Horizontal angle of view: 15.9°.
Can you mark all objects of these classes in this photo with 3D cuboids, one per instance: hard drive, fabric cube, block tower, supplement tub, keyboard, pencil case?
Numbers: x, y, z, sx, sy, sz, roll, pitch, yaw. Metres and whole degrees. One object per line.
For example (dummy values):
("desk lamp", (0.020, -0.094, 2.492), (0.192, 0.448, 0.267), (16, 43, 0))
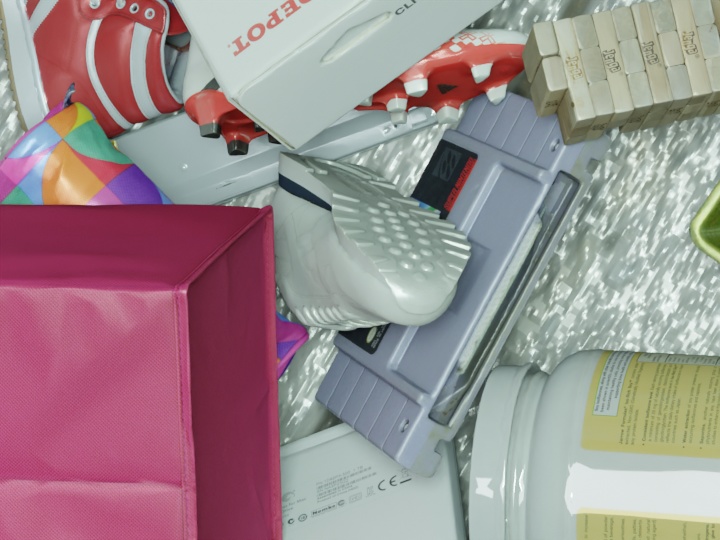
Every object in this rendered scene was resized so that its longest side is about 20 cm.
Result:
("hard drive", (-0.006, 0.159, 1.362), (0.131, 0.026, 0.201), (-22, 38, 13))
("fabric cube", (-0.155, 0.079, 1.283), (0.198, 0.196, 0.201), (1, 101, 9))
("block tower", (0.185, -0.111, 1.296), (0.199, 0.058, 0.054), (-12, 81, -5))
("supplement tub", (0.165, 0.115, 1.325), (0.199, 0.145, 0.146), (3, 88, 15))
("keyboard", (-0.050, -0.078, 1.457), (0.199, 0.011, 0.057), (-20, 90, 13))
("pencil case", (-0.119, -0.005, 1.404), (0.088, 0.088, 0.200), (-43, 88, 10))

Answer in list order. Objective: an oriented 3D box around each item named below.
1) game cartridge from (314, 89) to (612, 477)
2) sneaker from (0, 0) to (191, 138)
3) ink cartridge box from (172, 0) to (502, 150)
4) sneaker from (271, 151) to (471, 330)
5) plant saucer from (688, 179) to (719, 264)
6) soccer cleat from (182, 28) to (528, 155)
("game cartridge", (0.049, 0.000, 1.373), (0.038, 0.130, 0.201), (27, 91, -29))
("sneaker", (-0.152, -0.174, 1.460), (0.112, 0.071, 0.201), (-12, 92, 18))
("ink cartridge box", (-0.036, -0.187, 1.349), (0.144, 0.084, 0.201), (-35, 61, 11))
("sneaker", (0.000, 0.000, 1.365), (0.076, 0.200, 0.081), (13, 103, -20))
("plant saucer", (0.307, -0.042, 1.343), (0.200, 0.048, 0.200), (36, 97, 13))
("soccer cleat", (-0.004, -0.120, 1.395), (0.199, 0.069, 0.086), (-10, 73, 19))
